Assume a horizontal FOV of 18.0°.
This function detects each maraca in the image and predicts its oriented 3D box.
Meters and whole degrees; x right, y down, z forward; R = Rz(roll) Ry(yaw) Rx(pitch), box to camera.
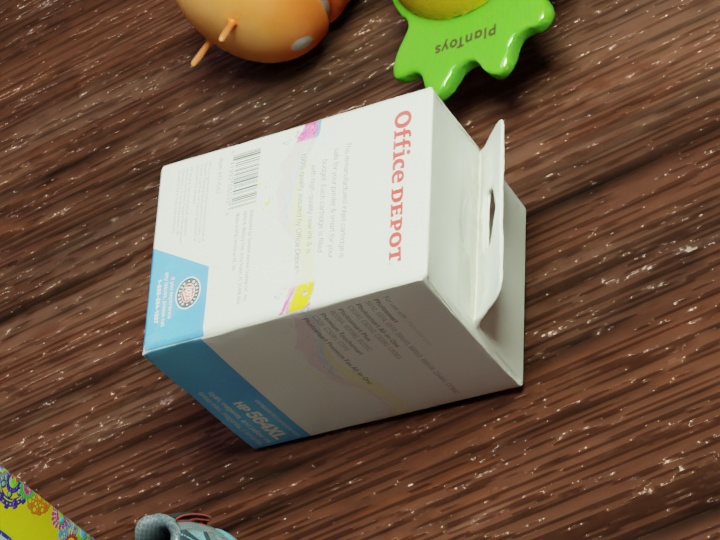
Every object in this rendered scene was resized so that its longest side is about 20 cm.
[{"bbox_3d":[0.069,-0.194,1.363,0.137,0.107,0.200,-20,54,38],"label":"maraca"}]

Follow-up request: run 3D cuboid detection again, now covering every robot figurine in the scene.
[{"bbox_3d":[-0.046,-0.216,1.447,0.144,0.117,0.200,22,71,33],"label":"robot figurine"}]

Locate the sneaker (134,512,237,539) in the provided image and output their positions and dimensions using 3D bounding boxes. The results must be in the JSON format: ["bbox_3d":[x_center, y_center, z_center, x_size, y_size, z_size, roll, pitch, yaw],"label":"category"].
[{"bbox_3d":[-0.134,0.217,1.209,0.079,0.096,0.200,11,66,38],"label":"sneaker"}]

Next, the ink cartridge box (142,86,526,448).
[{"bbox_3d":[0.000,0.000,1.256,0.200,0.125,0.129,-14,53,24],"label":"ink cartridge box"}]

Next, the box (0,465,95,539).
[{"bbox_3d":[-0.266,0.169,1.262,0.200,0.193,0.122,8,64,36],"label":"box"}]
